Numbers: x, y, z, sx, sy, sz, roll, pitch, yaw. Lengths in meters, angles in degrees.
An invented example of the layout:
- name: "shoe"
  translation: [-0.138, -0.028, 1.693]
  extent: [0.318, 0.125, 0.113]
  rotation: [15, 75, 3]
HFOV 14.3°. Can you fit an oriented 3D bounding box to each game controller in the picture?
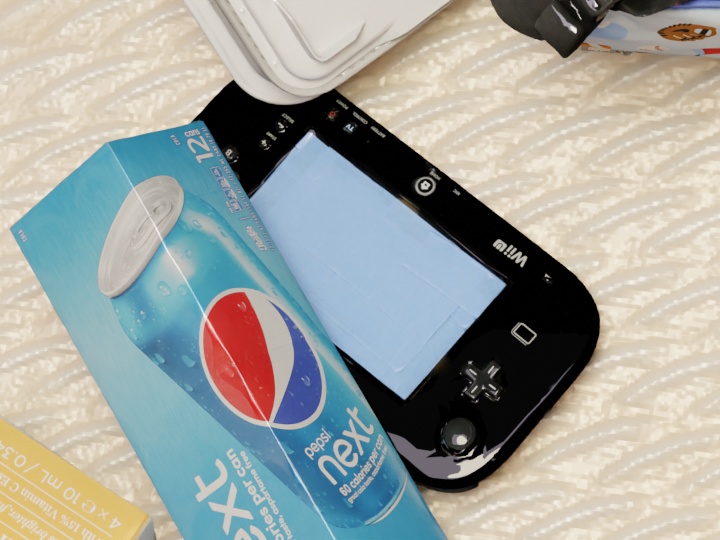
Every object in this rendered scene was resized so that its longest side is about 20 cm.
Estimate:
- name: "game controller"
  translation: [0.000, 0.000, 1.160]
  extent: [0.200, 0.042, 0.104]
  rotation: [38, 89, 22]

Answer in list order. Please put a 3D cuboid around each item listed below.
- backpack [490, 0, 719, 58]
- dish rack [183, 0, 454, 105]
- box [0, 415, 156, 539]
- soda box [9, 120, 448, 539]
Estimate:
- name: "backpack"
  translation: [0.146, -0.160, 1.089]
  extent: [0.189, 0.154, 0.201]
  rotation: [6, 82, -7]
- name: "dish rack"
  translation: [-0.012, -0.177, 1.130]
  extent: [0.171, 0.200, 0.044]
  rotation: [-37, 27, -8]
- name: "box"
  translation: [-0.183, 0.154, 1.109]
  extent: [0.124, 0.098, 0.200]
  rotation: [31, 72, 10]
- name: "soda box"
  translation: [-0.051, 0.045, 1.119]
  extent: [0.068, 0.064, 0.201]
  rotation: [-37, 79, 35]
